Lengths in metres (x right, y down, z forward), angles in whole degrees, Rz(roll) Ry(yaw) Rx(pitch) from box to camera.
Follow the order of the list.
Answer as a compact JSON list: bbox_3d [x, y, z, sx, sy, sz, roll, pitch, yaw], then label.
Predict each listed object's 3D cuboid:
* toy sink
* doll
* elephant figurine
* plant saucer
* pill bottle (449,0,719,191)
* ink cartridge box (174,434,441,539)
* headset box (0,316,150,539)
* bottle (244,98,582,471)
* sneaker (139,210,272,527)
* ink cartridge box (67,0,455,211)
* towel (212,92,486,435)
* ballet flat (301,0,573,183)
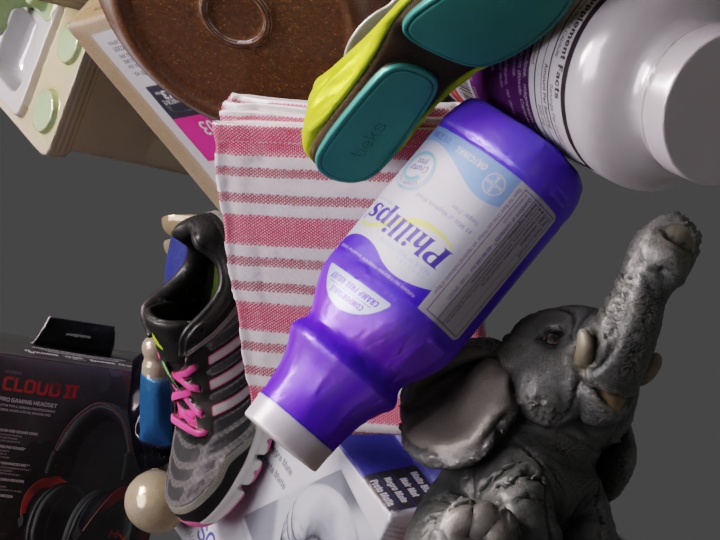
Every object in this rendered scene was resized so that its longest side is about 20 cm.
[{"bbox_3d":[-0.168,-0.138,1.671,0.130,0.200,0.112,43,116,51],"label":"toy sink"},{"bbox_3d":[-0.120,0.067,1.628,0.136,0.048,0.200,93,-176,-69],"label":"doll"},{"bbox_3d":[0.092,0.082,1.317,0.155,0.142,0.200,3,69,13],"label":"elephant figurine"},{"bbox_3d":[-0.061,-0.145,1.390,0.200,0.200,0.037,-42,13,42],"label":"plant saucer"},{"bbox_3d":[0.125,-0.108,1.312,0.200,0.112,0.113,32,108,54],"label":"pill bottle"},{"bbox_3d":[-0.025,0.126,1.531,0.200,0.041,0.200,49,120,50],"label":"ink cartridge box"},{"bbox_3d":[-0.208,0.128,1.701,0.075,0.149,0.200,22,99,54],"label":"headset box"},{"bbox_3d":[0.022,0.009,1.304,0.200,0.065,0.084,-50,47,-4],"label":"bottle"},{"bbox_3d":[-0.095,0.052,1.540,0.074,0.087,0.200,28,105,57],"label":"sneaker"},{"bbox_3d":[-0.056,-0.119,1.526,0.075,0.165,0.200,-50,22,-28],"label":"ink cartridge box"},{"bbox_3d":[0.000,0.000,1.414,0.146,0.030,0.200,4,117,20],"label":"towel"},{"bbox_3d":[0.035,-0.121,1.291,0.200,0.067,0.067,-42,37,40],"label":"ballet flat"}]
